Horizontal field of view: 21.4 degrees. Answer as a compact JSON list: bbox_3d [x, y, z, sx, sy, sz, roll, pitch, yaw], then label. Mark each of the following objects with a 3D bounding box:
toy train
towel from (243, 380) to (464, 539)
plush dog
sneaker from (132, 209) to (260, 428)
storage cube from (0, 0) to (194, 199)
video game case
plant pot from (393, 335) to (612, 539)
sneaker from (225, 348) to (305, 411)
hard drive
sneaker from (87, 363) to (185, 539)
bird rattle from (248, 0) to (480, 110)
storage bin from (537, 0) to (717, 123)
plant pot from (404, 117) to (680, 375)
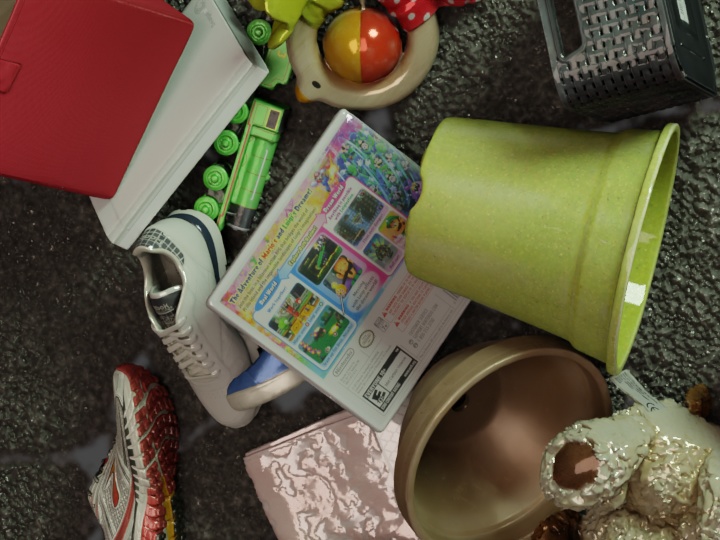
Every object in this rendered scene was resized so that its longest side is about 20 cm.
[{"bbox_3d":[-0.093,-0.125,1.649,0.056,0.042,0.202,18,103,3],"label":"toy train"},{"bbox_3d":[0.015,0.219,1.668,0.190,0.032,0.201,-24,89,19],"label":"towel"},{"bbox_3d":[0.237,0.196,1.554,0.199,0.161,0.173,22,123,7],"label":"plush dog"},{"bbox_3d":[-0.146,0.051,1.654,0.076,0.080,0.201,-12,106,28],"label":"sneaker"},{"bbox_3d":[-0.278,-0.187,1.593,0.171,0.179,0.201,40,109,40],"label":"storage cube"},{"bbox_3d":[0.000,0.000,1.575,0.182,0.024,0.201,36,79,-9],"label":"video game case"},{"bbox_3d":[0.102,0.130,1.572,0.093,0.200,0.202,43,112,48],"label":"plant pot"},{"bbox_3d":[-0.050,0.028,1.627,0.199,0.077,0.112,-33,92,8],"label":"sneaker"},{"bbox_3d":[-0.167,-0.133,1.638,0.200,0.026,0.132,-50,42,18],"label":"hard drive"},{"bbox_3d":[-0.211,0.183,1.710,0.081,0.078,0.202,2,98,18],"label":"sneaker"},{"bbox_3d":[0.007,-0.214,1.584,0.198,0.113,0.164,-6,121,-9],"label":"bird rattle"},{"bbox_3d":[0.203,-0.194,1.453,0.093,0.200,0.136,-13,86,18],"label":"storage bin"},{"bbox_3d":[0.138,-0.037,1.499,0.183,0.200,0.202,14,102,13],"label":"plant pot"}]
